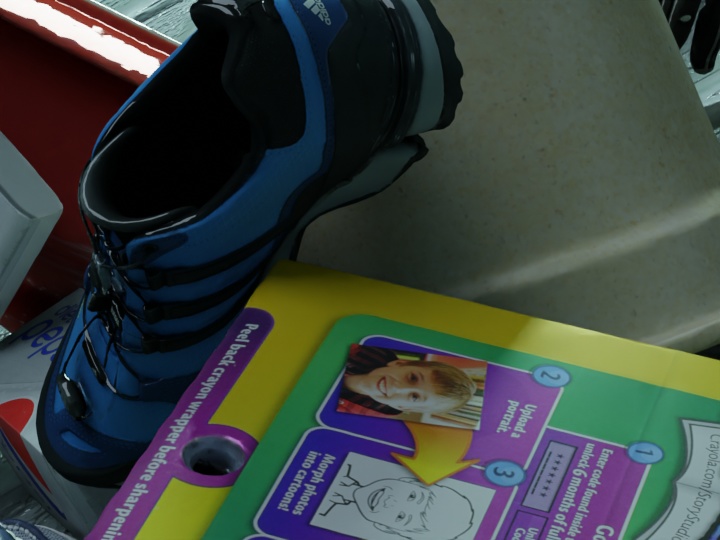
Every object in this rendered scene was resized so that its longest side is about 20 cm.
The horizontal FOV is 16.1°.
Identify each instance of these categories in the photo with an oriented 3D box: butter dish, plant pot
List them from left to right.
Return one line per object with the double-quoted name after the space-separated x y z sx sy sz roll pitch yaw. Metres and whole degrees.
-0.117 -0.037 1.114 0.148 0.199 0.200 -65 -7 2 "butter dish"
0.027 -0.057 0.838 0.200 0.184 0.200 -17 6 2 "plant pot"

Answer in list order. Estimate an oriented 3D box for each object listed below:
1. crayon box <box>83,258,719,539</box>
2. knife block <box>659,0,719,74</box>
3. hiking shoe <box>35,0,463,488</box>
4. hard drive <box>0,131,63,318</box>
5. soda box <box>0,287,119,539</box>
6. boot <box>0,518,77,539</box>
0.025 0.086 0.636 0.172 0.058 0.200 14 34 13 "crayon box"
0.178 -0.154 0.970 0.200 0.064 0.175 -33 -30 33 "knife block"
-0.057 -0.013 0.747 0.087 0.074 0.200 2 -48 -44 "hiking shoe"
-0.211 0.000 1.073 0.027 0.132 0.200 -21 -27 -51 "hard drive"
-0.093 0.064 0.970 0.068 0.064 0.200 -34 19 -12 "soda box"
-0.124 0.107 0.856 0.073 0.091 0.200 -29 21 -7 "boot"
